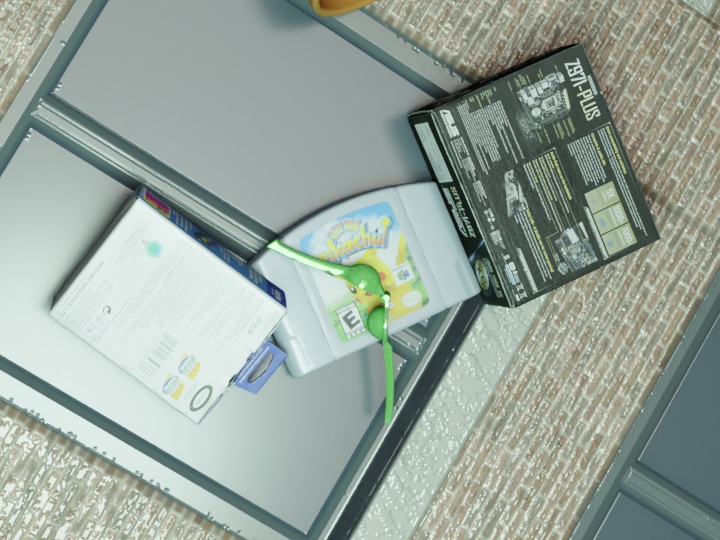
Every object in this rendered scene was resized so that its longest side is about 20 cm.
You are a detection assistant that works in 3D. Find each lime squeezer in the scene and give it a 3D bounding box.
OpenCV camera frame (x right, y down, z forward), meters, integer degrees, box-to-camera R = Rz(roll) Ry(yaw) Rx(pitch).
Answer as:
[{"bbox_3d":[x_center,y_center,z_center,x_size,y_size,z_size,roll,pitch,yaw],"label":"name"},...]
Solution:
[{"bbox_3d":[0.000,0.041,1.681,0.071,0.038,0.200,-35,99,-11],"label":"lime squeezer"}]

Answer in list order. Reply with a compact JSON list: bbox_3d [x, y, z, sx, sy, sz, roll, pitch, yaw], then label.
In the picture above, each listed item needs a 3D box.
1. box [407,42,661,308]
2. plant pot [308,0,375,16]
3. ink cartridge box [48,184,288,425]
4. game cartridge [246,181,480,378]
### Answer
[{"bbox_3d":[0.161,-0.088,1.727,0.163,0.086,0.201,-25,97,-12],"label":"box"},{"bbox_3d":[0.005,-0.342,1.641,0.200,0.200,0.140,-32,82,-11],"label":"plant pot"},{"bbox_3d":[-0.157,0.040,1.643,0.200,0.076,0.137,38,99,-10],"label":"ink cartridge box"},{"bbox_3d":[0.000,0.000,1.717,0.199,0.040,0.134,-25,93,-12],"label":"game cartridge"}]
